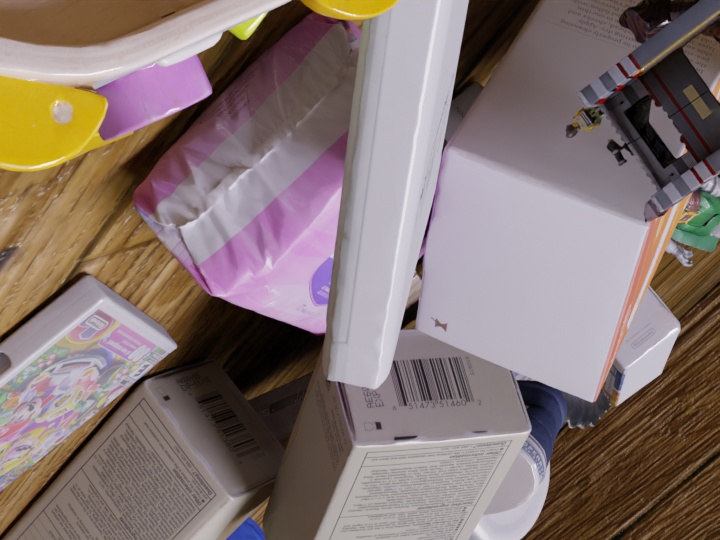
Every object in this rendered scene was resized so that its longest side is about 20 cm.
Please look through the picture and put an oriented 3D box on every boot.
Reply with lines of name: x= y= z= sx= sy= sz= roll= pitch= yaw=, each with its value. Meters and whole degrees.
boot: x=0.041 y=0.126 z=0.995 sx=0.199 sy=0.073 sz=0.090 roll=-11 pitch=-160 yaw=28

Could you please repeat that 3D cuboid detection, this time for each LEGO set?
LEGO set: x=0.127 y=-0.110 z=0.626 sx=0.116 sy=0.200 sz=0.154 roll=-36 pitch=-179 yaw=21

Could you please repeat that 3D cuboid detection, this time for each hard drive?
hard drive: x=0.020 y=-0.079 z=0.493 sx=0.132 sy=0.026 sz=0.201 roll=-73 pitch=173 yaw=-52

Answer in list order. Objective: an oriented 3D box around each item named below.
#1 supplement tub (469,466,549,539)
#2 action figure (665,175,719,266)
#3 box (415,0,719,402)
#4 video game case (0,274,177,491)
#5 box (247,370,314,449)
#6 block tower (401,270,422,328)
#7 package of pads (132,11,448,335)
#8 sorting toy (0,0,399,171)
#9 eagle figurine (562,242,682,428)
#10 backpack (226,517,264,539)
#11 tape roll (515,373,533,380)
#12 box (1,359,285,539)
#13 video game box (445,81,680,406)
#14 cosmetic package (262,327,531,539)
supplement tub: x=0.038 y=0.149 z=1.174 sx=0.199 sy=0.123 sz=0.122 roll=0 pitch=-163 yaw=42
action figure: x=0.233 y=-0.045 z=1.037 sx=0.199 sy=0.055 sz=0.118 roll=4 pitch=139 yaw=-41
box: x=0.114 y=-0.058 z=0.735 sx=0.125 sy=0.097 sz=0.200 roll=96 pitch=21 yaw=-48
video game case: x=-0.189 y=0.084 z=0.748 sx=0.200 sy=0.018 sz=0.143 roll=-39 pitch=167 yaw=-2
box: x=0.002 y=0.082 z=1.004 sx=0.158 sy=0.049 sz=0.200 roll=-20 pitch=176 yaw=-29
block tower: x=0.000 y=0.000 z=0.900 sx=0.054 sy=0.058 sz=0.200 roll=-40 pitch=165 yaw=2
package of pads: x=-0.017 y=-0.037 z=0.696 sx=0.120 sy=0.076 sz=0.200 roll=-41 pitch=166 yaw=4
sorting toy: x=-0.094 y=-0.071 z=0.407 sx=0.200 sy=0.107 sz=0.180 roll=-30 pitch=-177 yaw=-33
eagle figurine: x=0.164 y=0.004 z=1.178 sx=0.151 sy=0.152 sz=0.200 roll=37 pitch=88 yaw=-33
backpack: x=-0.145 y=0.268 z=1.140 sx=0.200 sy=0.163 sz=0.168 roll=-32 pitch=161 yaw=-24
tape roll: x=0.142 y=0.057 z=1.392 sx=0.200 sy=0.085 sz=0.200 roll=-37 pitch=167 yaw=-10
box: x=-0.144 y=0.157 z=0.941 sx=0.200 sy=0.095 sz=0.078 roll=-45 pitch=165 yaw=27
video game box: x=0.117 y=-0.009 z=0.917 sx=0.047 sy=0.183 sz=0.200 roll=-35 pitch=166 yaw=0
cosmetic package: x=0.014 y=0.118 z=0.848 sx=0.103 sy=0.073 sz=0.200 roll=-2 pitch=144 yaw=-19
